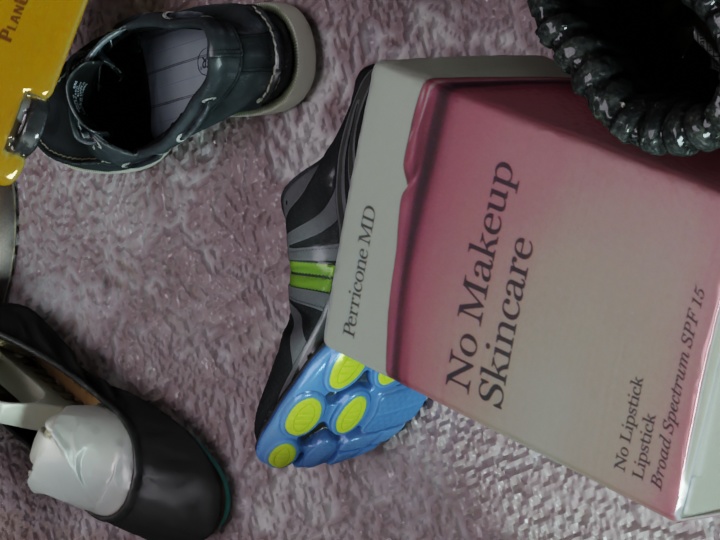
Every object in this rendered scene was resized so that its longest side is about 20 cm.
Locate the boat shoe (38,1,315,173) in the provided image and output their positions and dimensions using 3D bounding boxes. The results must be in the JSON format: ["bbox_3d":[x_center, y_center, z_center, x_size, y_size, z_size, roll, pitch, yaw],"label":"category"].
[{"bbox_3d":[-0.110,-0.087,1.295,0.199,0.066,0.075,-5,91,46],"label":"boat shoe"}]

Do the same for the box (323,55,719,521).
[{"bbox_3d":[0.097,0.001,1.060,0.200,0.109,0.129,24,110,42],"label":"box"}]

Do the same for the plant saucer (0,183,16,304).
[{"bbox_3d":[-0.263,-0.033,1.483,0.200,0.032,0.201,5,97,47],"label":"plant saucer"}]

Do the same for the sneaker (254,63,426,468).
[{"bbox_3d":[0.000,0.000,1.198,0.083,0.070,0.201,45,123,51],"label":"sneaker"}]

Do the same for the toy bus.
[{"bbox_3d":[-0.163,-0.146,1.298,0.078,0.065,0.201,-140,71,-76],"label":"toy bus"}]

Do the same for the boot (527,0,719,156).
[{"bbox_3d":[0.107,-0.101,1.006,0.211,0.157,0.080,23,109,42],"label":"boot"}]

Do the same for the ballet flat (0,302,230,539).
[{"bbox_3d":[-0.151,0.082,1.348,0.200,0.068,0.068,33,115,39],"label":"ballet flat"}]
